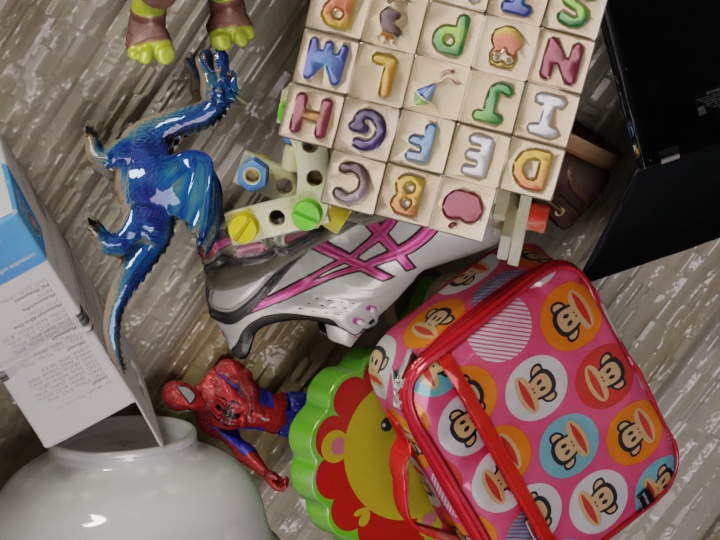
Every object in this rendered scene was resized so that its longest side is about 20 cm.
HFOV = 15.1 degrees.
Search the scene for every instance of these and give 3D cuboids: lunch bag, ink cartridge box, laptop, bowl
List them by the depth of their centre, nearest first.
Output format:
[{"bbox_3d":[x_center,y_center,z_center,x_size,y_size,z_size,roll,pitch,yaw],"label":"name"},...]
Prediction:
[{"bbox_3d":[-0.201,0.025,1.684,0.068,0.116,0.200,-27,123,2],"label":"ink cartridge box"},{"bbox_3d":[0.094,0.100,1.733,0.176,0.082,0.200,-37,117,-13],"label":"lunch bag"},{"bbox_3d":[-0.150,0.147,1.744,0.201,0.201,0.090,-6,101,-12],"label":"bowl"},{"bbox_3d":[0.218,-0.112,1.751,0.187,0.116,0.200,-19,97,-28],"label":"laptop"}]

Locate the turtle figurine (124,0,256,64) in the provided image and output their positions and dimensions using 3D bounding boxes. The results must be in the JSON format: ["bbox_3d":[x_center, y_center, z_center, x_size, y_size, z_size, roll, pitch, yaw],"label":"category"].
[{"bbox_3d":[-0.111,-0.202,1.601,0.200,0.064,0.161,-22,135,-28],"label":"turtle figurine"}]

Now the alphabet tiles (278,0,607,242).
[{"bbox_3d":[0.048,-0.121,1.580,0.166,0.006,0.200,14,106,-3],"label":"alphabet tiles"}]

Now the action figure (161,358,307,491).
[{"bbox_3d":[-0.033,0.109,1.797,0.200,0.099,0.065,12,115,-19],"label":"action figure"}]

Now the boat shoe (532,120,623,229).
[{"bbox_3d":[0.077,-0.087,1.722,0.200,0.070,0.070,29,105,-28],"label":"boat shoe"}]

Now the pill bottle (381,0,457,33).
[{"bbox_3d":[0.073,-0.235,1.609,0.113,0.113,0.200,22,112,-26],"label":"pill bottle"}]

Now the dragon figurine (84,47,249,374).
[{"bbox_3d":[-0.115,-0.041,1.648,0.099,0.059,0.200,-2,78,-1],"label":"dragon figurine"}]

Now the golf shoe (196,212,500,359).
[{"bbox_3d":[0.000,0.000,1.735,0.200,0.073,0.092,-12,90,-1],"label":"golf shoe"}]

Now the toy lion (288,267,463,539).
[{"bbox_3d":[0.051,0.108,1.783,0.200,0.069,0.192,34,78,-32],"label":"toy lion"}]

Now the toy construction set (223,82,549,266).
[{"bbox_3d":[0.024,-0.064,1.642,0.200,0.092,0.131,9,102,-10],"label":"toy construction set"}]
